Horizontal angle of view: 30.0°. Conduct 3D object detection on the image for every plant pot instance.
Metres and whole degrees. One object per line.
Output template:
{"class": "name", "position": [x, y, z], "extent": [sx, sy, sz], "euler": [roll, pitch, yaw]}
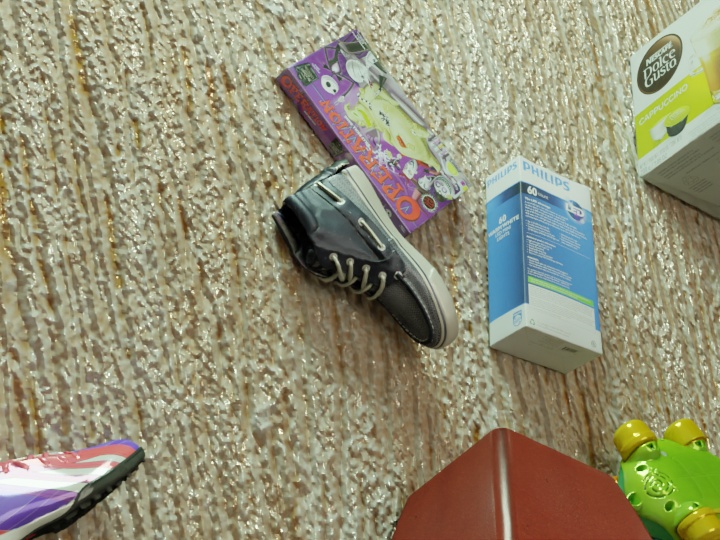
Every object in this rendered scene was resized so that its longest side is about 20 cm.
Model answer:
{"class": "plant pot", "position": [0.129, 0.252, 1.098], "extent": [0.199, 0.200, 0.177], "euler": [26, 39, -24]}

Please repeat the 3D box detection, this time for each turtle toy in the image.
{"class": "turtle toy", "position": [0.320, 0.227, 1.309], "extent": [0.200, 0.101, 0.146], "euler": [4, 40, -39]}

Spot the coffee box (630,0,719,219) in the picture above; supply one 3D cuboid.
{"class": "coffee box", "position": [0.463, -0.198, 1.597], "extent": [0.200, 0.200, 0.198], "euler": [22, 53, -26]}

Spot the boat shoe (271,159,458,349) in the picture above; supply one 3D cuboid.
{"class": "boat shoe", "position": [0.000, 0.000, 1.218], "extent": [0.093, 0.075, 0.200], "euler": [-28, 77, -37]}

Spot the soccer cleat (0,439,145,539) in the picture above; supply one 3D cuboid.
{"class": "soccer cleat", "position": [-0.238, 0.156, 0.940], "extent": [0.200, 0.068, 0.073], "euler": [-28, 80, -41]}

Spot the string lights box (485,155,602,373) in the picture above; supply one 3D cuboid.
{"class": "string lights box", "position": [0.186, -0.007, 1.368], "extent": [0.103, 0.059, 0.201], "euler": [21, 54, -29]}

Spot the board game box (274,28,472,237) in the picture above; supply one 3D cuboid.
{"class": "board game box", "position": [0.016, -0.136, 1.332], "extent": [0.120, 0.032, 0.200], "euler": [-38, 92, -40]}
